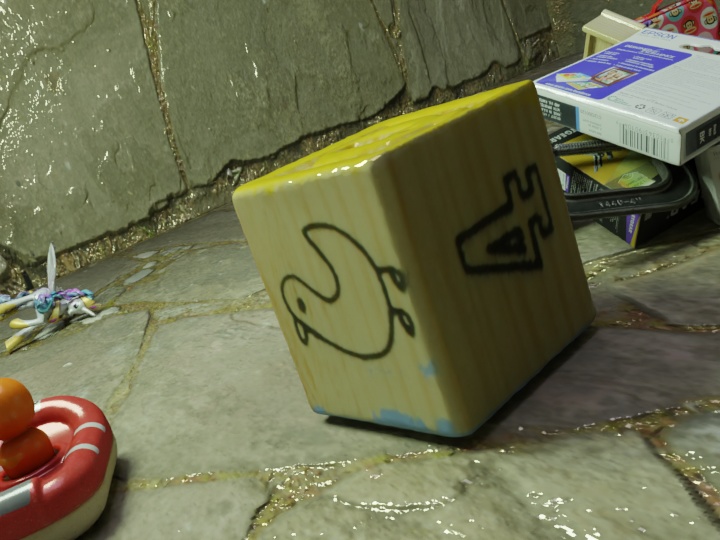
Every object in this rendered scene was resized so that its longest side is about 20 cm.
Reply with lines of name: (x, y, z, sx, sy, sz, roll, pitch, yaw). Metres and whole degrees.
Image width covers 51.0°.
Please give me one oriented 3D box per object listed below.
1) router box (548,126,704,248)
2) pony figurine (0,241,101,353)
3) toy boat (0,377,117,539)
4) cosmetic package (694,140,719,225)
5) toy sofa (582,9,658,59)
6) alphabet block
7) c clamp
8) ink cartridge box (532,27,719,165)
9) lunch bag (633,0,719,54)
router box: (0.314, -0.123, 0.834, 0.197, 0.053, 0.157, -27, 46, -22)
pony figurine: (-0.657, 0.064, 1.579, 0.196, 0.169, 0.193, -22, 45, -21)
toy boat: (-0.293, 0.155, 0.659, 0.128, 0.134, 0.200, -22, 14, -9)
cosmetic package: (0.428, -0.115, 0.718, 0.196, 0.084, 0.051, -19, 13, 11)
toy sofa: (0.413, -0.318, 1.245, 0.097, 0.203, 0.082, -34, 51, -25)
alphabet block: (0.046, -0.013, 0.614, 0.195, 0.204, 0.193, -31, 17, -38)
c clamp: (0.252, -0.111, 0.774, 0.195, 0.027, 0.173, -10, 48, -6)
ink cartridge box: (0.312, -0.190, 0.784, 0.197, 0.044, 0.197, -29, 37, -22)
lunch bag: (0.676, -0.505, 1.634, 0.196, 0.180, 0.082, -20, 14, -1)
